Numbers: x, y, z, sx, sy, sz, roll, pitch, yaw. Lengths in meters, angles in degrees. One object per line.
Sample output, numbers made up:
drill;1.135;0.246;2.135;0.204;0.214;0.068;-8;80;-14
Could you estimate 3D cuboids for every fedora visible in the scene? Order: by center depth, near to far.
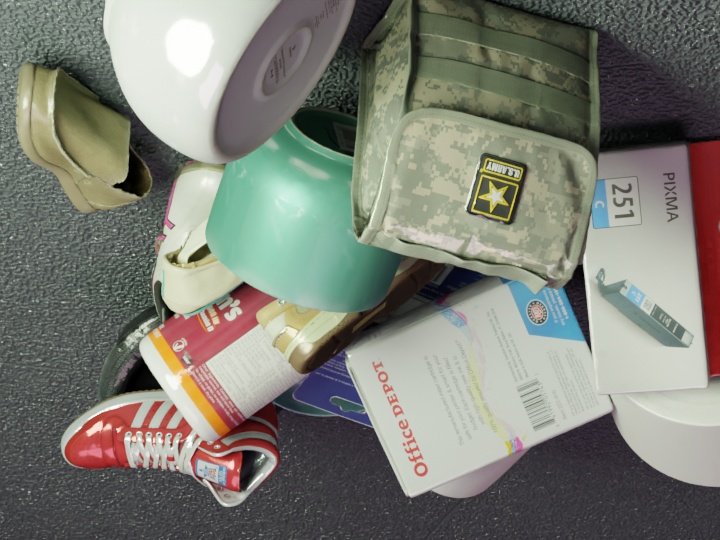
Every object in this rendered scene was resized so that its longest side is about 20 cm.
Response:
fedora;-0.160;0.083;1.780;0.200;0.092;0.201;-13;128;-18

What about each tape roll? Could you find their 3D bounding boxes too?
tape roll;0.308;0.070;1.633;0.202;0.203;0.139;-4;151;12

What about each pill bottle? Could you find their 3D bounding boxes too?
pill bottle;-0.082;0.049;1.611;0.200;0.110;0.110;-36;147;-4

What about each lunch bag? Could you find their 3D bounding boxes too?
lunch bag;0.084;-0.091;1.359;0.164;0.201;0.118;13;150;-17

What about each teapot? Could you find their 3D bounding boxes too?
teapot;-0.106;-0.181;1.266;0.146;0.197;0.200;36;121;13

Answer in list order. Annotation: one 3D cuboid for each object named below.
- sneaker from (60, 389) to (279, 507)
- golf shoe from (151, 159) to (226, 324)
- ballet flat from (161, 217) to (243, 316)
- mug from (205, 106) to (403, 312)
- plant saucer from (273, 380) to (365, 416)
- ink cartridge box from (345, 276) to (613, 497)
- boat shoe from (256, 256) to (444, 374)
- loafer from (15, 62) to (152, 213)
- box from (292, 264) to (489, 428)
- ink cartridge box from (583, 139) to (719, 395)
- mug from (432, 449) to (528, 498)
sneaker;-0.169;0.164;1.689;0.199;0.113;0.071;-13;129;-5
golf shoe;-0.137;-0.021;1.615;0.072;0.092;0.200;10;148;-9
ballet flat;-0.083;-0.035;1.554;0.200;0.070;0.070;-33;161;-22
mug;-0.043;-0.064;1.443;0.152;0.185;0.115;-20;137;-55
plant saucer;-0.014;0.053;1.735;0.199;0.027;0.201;-9;130;-10
ink cartridge box;0.101;0.092;1.654;0.199;0.145;0.085;-23;-171;0
boat shoe;0.000;0.000;1.536;0.200;0.076;0.072;-35;161;-32
loafer;-0.218;-0.108;1.488;0.067;0.076;0.200;-4;161;10
box;0.032;0.055;1.713;0.121;0.032;0.200;22;117;-31
ink cartridge box;0.270;-0.006;1.516;0.176;0.201;0.045;-5;-173;13
mug;0.129;0.111;1.815;0.149;0.187;0.153;42;136;-8
